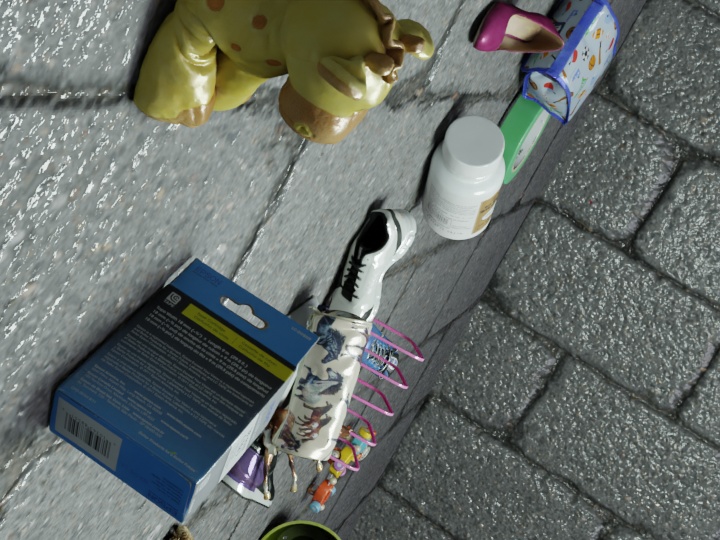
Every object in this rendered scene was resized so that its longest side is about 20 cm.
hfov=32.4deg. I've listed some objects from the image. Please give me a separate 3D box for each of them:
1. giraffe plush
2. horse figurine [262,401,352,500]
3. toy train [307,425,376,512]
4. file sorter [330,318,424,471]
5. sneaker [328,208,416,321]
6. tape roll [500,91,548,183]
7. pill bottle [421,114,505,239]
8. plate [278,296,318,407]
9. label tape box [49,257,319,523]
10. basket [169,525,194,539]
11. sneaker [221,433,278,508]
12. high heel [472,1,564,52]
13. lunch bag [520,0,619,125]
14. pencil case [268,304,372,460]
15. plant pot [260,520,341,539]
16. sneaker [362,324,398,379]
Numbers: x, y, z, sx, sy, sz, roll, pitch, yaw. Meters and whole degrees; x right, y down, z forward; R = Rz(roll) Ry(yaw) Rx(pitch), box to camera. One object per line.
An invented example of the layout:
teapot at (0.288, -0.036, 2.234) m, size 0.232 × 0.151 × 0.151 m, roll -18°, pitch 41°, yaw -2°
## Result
giraffe plush at (-0.040, -0.156, 0.824) m, size 0.173 × 0.161 × 0.201 m, roll -53°, pitch 168°, yaw -26°
horse figurine at (-0.084, 0.222, 1.687) m, size 0.199 × 0.049 × 0.135 m, roll -27°, pitch 118°, yaw -54°
toy train at (-0.046, 0.398, 2.560) m, size 0.200 × 0.055 × 0.151 m, roll -46°, pitch 164°, yaw -40°
file sorter at (-0.010, 0.172, 1.827) m, size 0.202 × 0.124 × 0.139 m, roll -60°, pitch -170°, yaw 6°
sneaker at (0.000, 0.000, 1.706) m, size 0.080 × 0.073 × 0.202 m, roll 15°, pitch 103°, yaw -62°
tape roll at (0.303, -0.262, 2.334) m, size 0.202 × 0.048 × 0.201 m, roll -57°, pitch 169°, yaw -17°
pill bottle at (0.158, -0.142, 1.873) m, size 0.115 × 0.113 × 0.201 m, roll -53°, pitch 168°, yaw -25°
plate at (-0.122, 0.147, 1.609) m, size 0.201 × 0.032 × 0.200 m, roll -65°, pitch 168°, yaw 24°
label tape box at (-0.147, 0.098, 1.069) m, size 0.200 × 0.143 × 0.064 m, roll -47°, pitch 165°, yaw -45°
basket at (-0.223, 0.455, 1.681) m, size 0.150 × 0.142 × 0.201 m, roll -54°, pitch 168°, yaw -20°
sneaker at (-0.139, 0.275, 1.737) m, size 0.088 × 0.075 × 0.200 m, roll -54°, pitch 168°, yaw -7°
high heel at (0.222, -0.326, 1.716) m, size 0.200 × 0.095 × 0.068 m, roll -42°, pitch 161°, yaw -56°
lunch bag at (0.361, -0.373, 2.141) m, size 0.171 × 0.123 × 0.200 m, roll -57°, pitch 170°, yaw -5°
pencil case at (-0.053, 0.147, 1.582) m, size 0.078 × 0.088 × 0.203 m, roll -165°, pitch -88°, yaw -78°
plant pot at (-0.115, 0.572, 2.412) m, size 0.202 × 0.199 × 0.193 m, roll -58°, pitch -179°, yaw -2°
sneaker at (0.024, 0.128, 2.054) m, size 0.079 × 0.088 × 0.200 m, roll -59°, pitch 169°, yaw -2°
